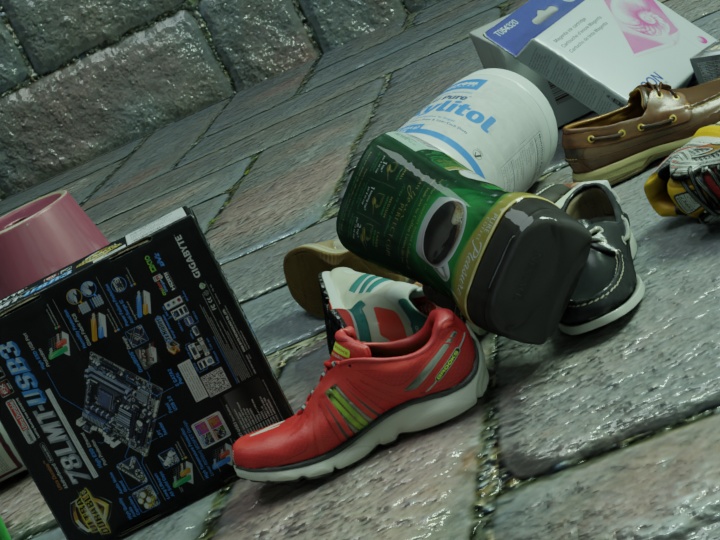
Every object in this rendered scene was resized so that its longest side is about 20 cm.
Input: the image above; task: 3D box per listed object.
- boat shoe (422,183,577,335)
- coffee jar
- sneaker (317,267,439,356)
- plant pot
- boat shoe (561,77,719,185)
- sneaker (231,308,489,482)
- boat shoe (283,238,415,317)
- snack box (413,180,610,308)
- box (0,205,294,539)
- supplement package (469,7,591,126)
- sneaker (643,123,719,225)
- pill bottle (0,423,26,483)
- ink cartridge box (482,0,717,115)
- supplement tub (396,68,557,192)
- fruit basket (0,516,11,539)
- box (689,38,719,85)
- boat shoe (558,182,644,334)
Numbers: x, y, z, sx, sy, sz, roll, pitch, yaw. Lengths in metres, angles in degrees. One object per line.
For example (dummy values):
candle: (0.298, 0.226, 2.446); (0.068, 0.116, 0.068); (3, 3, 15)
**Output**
boat shoe: (0.121, -0.024, 1.230); (0.060, 0.072, 0.201); (28, 40, 17)
coffee jar: (0.076, -0.025, 1.104); (0.085, 0.105, 0.200); (16, 11, -44)
sneaker: (0.018, 0.040, 1.258); (0.092, 0.071, 0.200); (-8, 12, -5)
plant pot: (-0.350, 0.017, 1.701); (0.199, 0.180, 0.200); (-23, 15, 7)
boat shoe: (0.284, -0.146, 1.412); (0.199, 0.068, 0.072); (-26, 15, 0)
sneaker: (-0.008, 0.085, 1.074); (0.199, 0.085, 0.077); (-25, 14, 2)
boat shoe: (0.000, 0.000, 1.404); (0.069, 0.074, 0.199); (-21, 11, -33)
snack box: (0.136, -0.024, 1.327); (0.199, 0.024, 0.072); (-34, 17, -28)
box: (-0.172, 0.084, 1.126); (0.197, 0.201, 0.050); (-27, 15, -3)
supplement package: (0.218, -0.247, 1.776); (0.117, 0.118, 0.200); (-26, 15, 0)
sneaker: (0.287, -0.066, 1.146); (0.082, 0.078, 0.200); (-33, 6, -12)
pill bottle: (-0.362, 0.152, 1.391); (0.199, 0.110, 0.110); (-27, 15, -5)
ink cartridge box: (0.262, -0.248, 1.594); (0.196, 0.199, 0.043); (-40, -18, -43)
supplement tub: (0.098, -0.104, 1.458); (0.131, 0.133, 0.200); (-14, 19, 37)
fruit basket: (-0.374, 0.162, 1.206); (0.094, 0.200, 0.185); (-44, 19, -12)
box: (0.449, -0.231, 1.468); (0.158, 0.049, 0.200); (-33, 16, -24)
boat shoe: (0.178, -0.013, 1.146); (0.073, 0.061, 0.200); (-18, 17, 21)
